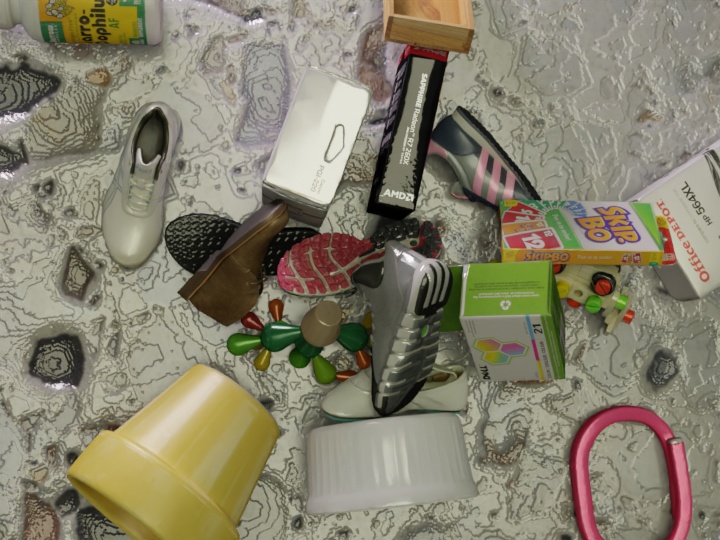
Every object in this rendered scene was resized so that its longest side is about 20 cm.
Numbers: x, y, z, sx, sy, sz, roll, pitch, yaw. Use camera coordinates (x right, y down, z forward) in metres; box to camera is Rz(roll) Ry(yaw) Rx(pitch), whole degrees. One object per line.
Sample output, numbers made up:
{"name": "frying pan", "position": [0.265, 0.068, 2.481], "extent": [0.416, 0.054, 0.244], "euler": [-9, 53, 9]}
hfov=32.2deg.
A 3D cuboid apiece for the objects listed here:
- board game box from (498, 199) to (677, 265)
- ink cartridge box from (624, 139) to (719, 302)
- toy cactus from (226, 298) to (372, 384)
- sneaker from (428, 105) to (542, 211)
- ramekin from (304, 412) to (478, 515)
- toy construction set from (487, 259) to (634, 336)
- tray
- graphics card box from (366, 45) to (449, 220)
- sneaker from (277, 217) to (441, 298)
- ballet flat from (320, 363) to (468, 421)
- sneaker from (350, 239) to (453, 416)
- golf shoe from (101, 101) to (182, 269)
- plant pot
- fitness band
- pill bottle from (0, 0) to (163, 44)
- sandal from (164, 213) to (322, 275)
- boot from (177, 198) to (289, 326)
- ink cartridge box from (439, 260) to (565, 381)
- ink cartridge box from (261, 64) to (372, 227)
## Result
{"name": "board game box", "position": [0.261, -0.044, 1.444], "extent": [0.199, 0.096, 0.030], "euler": [3, 129, 1]}
{"name": "ink cartridge box", "position": [0.444, -0.074, 1.534], "extent": [0.199, 0.084, 0.146], "euler": [-33, 90, -6]}
{"name": "toy cactus", "position": [-0.049, 0.070, 1.445], "extent": [0.199, 0.165, 0.103], "euler": [11, 66, -10]}
{"name": "sneaker", "position": [0.158, -0.102, 1.525], "extent": [0.082, 0.070, 0.200], "euler": [-39, 92, 15]}
{"name": "ramekin", "position": [0.031, 0.221, 1.426], "extent": [0.199, 0.200, 0.098], "euler": [-5, 80, -6]}
{"name": "toy construction set", "position": [0.242, 0.024, 1.494], "extent": [0.199, 0.092, 0.132], "euler": [15, 130, -6]}
{"name": "tray", "position": [0.077, -0.323, 1.466], "extent": [0.098, 0.201, 0.037], "euler": [8, 129, -6]}
{"name": "graphics card box", "position": [0.055, -0.165, 1.478], "extent": [0.051, 0.125, 0.201], "euler": [14, 85, -5]}
{"name": "sneaker", "position": [0.000, 0.000, 1.484], "extent": [0.199, 0.075, 0.081], "euler": [-9, 61, -6]}
{"name": "ballet flat", "position": [0.044, 0.135, 1.463], "extent": [0.199, 0.069, 0.070], "euler": [1, 87, -32]}
{"name": "sneaker", "position": [0.030, 0.055, 1.391], "extent": [0.115, 0.075, 0.201], "euler": [36, 122, 33]}
{"name": "golf shoe", "position": [-0.260, -0.103, 1.458], "extent": [0.078, 0.097, 0.201], "euler": [10, 88, -7]}
{"name": "plant pot", "position": [-0.195, 0.219, 1.412], "extent": [0.201, 0.201, 0.189], "euler": [39, 68, -3]}
{"name": "fitness band", "position": [0.332, 0.267, 1.531], "extent": [0.143, 0.037, 0.201], "euler": [-7, 87, -6]}
{"name": "pill bottle", "position": [-0.332, -0.321, 1.452], "extent": [0.199, 0.113, 0.114], "euler": [1, 87, -6]}
{"name": "sandal", "position": [-0.139, -0.026, 1.494], "extent": [0.199, 0.048, 0.076], "euler": [7, 101, -19]}
{"name": "boot", "position": [-0.125, -0.008, 1.394], "extent": [0.075, 0.200, 0.074], "euler": [44, 43, -4]}
{"name": "ink cartridge box", "position": [0.129, 0.062, 1.432], "extent": [0.199, 0.148, 0.076], "euler": [-4, 56, 15]}
{"name": "ink cartridge box", "position": [-0.053, -0.137, 1.428], "extent": [0.084, 0.200, 0.146], "euler": [21, 85, -4]}
